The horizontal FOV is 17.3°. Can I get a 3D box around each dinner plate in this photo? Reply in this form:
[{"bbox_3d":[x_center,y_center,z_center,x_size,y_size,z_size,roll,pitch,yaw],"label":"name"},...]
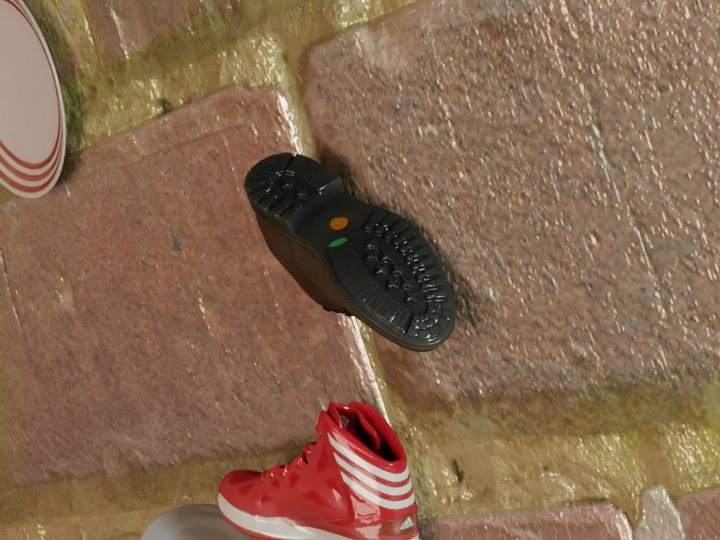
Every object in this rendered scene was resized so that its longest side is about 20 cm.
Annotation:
[{"bbox_3d":[-0.298,-0.161,2.012,0.200,0.024,0.201,33,134,44],"label":"dinner plate"}]

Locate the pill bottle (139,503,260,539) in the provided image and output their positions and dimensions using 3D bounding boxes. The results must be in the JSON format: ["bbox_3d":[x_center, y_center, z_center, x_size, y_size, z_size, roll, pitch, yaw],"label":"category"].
[{"bbox_3d":[-0.133,0.299,1.937,0.112,0.112,0.201,41,138,37],"label":"pill bottle"}]

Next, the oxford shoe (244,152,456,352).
[{"bbox_3d":[0.000,0.000,1.632,0.200,0.073,0.085,44,156,37],"label":"oxford shoe"}]

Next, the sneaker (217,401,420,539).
[{"bbox_3d":[-0.030,0.144,1.752,0.199,0.078,0.116,10,108,40],"label":"sneaker"}]
